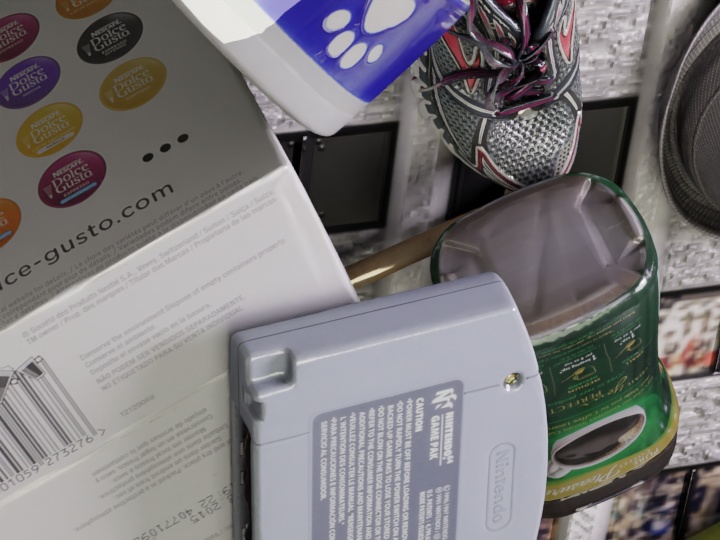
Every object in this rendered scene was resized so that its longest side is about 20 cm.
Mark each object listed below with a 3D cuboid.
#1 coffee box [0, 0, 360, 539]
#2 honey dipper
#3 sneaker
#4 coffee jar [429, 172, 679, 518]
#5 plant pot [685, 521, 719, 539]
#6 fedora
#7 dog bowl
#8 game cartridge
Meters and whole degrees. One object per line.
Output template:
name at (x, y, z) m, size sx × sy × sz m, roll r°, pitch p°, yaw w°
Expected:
coffee box at (-0.113, 0.011, 1.226) m, size 0.199 × 0.198 × 0.200 m, roll -29°, pitch 134°, yaw 0°
honey dipper at (0.000, 0.000, 1.379) m, size 0.199 × 0.038 × 0.038 m, roll -26°, pitch 132°, yaw -8°
sneaker at (0.062, -0.108, 1.288) m, size 0.080 × 0.075 × 0.201 m, roll -22°, pitch 133°, yaw -6°
coffee jar at (0.098, 0.042, 1.389) m, size 0.104 × 0.086 × 0.200 m, roll -23°, pitch 148°, yaw -4°
plant pot at (0.181, 0.234, 1.562) m, size 0.199 × 0.188 × 0.188 m, roll -19°, pitch 133°, yaw 9°
fedora at (0.243, -0.073, 1.381) m, size 0.199 × 0.090 × 0.177 m, roll -31°, pitch 132°, yaw 3°
dog bowl at (-0.048, -0.153, 1.121) m, size 0.079 × 0.200 × 0.200 m, roll -40°, pitch 131°, yaw 8°
game cartridge at (0.012, 0.091, 1.192) m, size 0.132 × 0.042 × 0.201 m, roll -16°, pitch 132°, yaw -20°
